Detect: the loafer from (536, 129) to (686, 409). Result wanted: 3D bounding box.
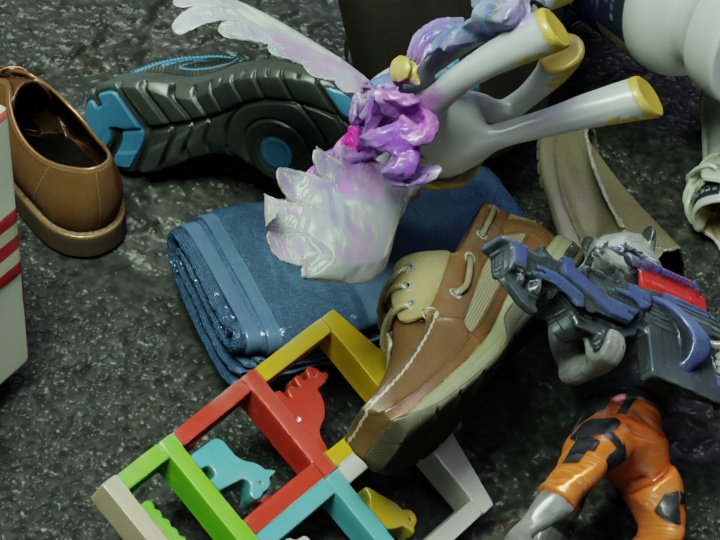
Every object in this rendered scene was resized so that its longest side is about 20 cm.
[{"bbox_3d":[0.146,-0.004,1.165,0.067,0.076,0.202,-15,59,5],"label":"loafer"}]

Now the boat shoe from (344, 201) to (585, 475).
[{"bbox_3d":[0.041,0.029,1.061,0.074,0.076,0.200,38,39,7],"label":"boat shoe"}]

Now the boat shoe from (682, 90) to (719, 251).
[{"bbox_3d":[0.226,-0.045,1.236,0.069,0.071,0.201,-1,54,-17],"label":"boat shoe"}]

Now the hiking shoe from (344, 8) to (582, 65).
[{"bbox_3d":[0.090,-0.141,1.303,0.198,0.075,0.087,-22,61,-17],"label":"hiking shoe"}]

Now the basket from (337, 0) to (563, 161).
[{"bbox_3d":[0.052,-0.166,1.147,0.135,0.201,0.181,27,59,22],"label":"basket"}]

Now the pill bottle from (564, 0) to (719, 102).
[{"bbox_3d":[0.170,-0.183,1.199,0.115,0.117,0.200,-20,45,-28],"label":"pill bottle"}]

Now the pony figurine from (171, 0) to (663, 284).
[{"bbox_3d":[0.022,-0.074,1.026,0.193,0.199,0.168,24,42,-53],"label":"pony figurine"}]

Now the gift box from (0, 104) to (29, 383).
[{"bbox_3d":[-0.272,0.015,0.999,0.185,0.186,0.200,23,49,23],"label":"gift box"}]

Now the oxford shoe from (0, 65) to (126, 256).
[{"bbox_3d":[-0.203,-0.094,1.188,0.199,0.072,0.071,36,51,23],"label":"oxford shoe"}]

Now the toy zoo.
[{"bbox_3d":[-0.020,0.106,1.038,0.131,0.020,0.200,49,53,5],"label":"toy zoo"}]

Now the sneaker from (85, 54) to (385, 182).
[{"bbox_3d":[-0.058,-0.096,1.188,0.198,0.074,0.082,8,30,26],"label":"sneaker"}]

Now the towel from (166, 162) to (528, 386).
[{"bbox_3d":[0.000,0.000,1.156,0.198,0.049,0.112,-13,51,-22],"label":"towel"}]

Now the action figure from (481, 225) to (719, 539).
[{"bbox_3d":[0.108,0.061,1.031,0.199,0.104,0.195,31,60,-29],"label":"action figure"}]
